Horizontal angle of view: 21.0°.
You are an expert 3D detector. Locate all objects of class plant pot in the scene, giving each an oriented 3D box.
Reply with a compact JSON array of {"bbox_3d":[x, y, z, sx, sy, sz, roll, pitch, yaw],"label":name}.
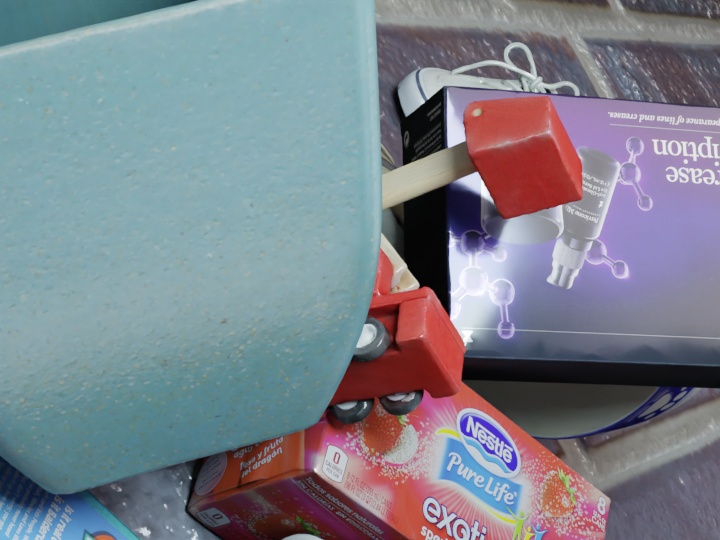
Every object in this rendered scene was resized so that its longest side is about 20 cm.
[{"bbox_3d":[-0.095,-0.031,0.772,0.196,0.196,0.200,-123,-159,-62],"label":"plant pot"}]

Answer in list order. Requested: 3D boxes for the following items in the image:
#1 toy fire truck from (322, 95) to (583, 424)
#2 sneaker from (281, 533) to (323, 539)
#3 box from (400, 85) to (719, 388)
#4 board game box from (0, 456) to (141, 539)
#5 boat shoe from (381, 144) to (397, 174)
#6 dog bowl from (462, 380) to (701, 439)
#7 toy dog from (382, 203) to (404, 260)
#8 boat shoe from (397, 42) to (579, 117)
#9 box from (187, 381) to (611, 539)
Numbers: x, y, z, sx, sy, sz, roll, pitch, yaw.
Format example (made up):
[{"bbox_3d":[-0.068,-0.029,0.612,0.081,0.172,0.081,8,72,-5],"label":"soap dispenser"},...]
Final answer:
[{"bbox_3d":[0.000,0.000,0.899,0.049,0.199,0.141,57,30,-42],"label":"toy fire truck"},{"bbox_3d":[-0.049,0.185,0.829,0.115,0.075,0.200,38,37,-36],"label":"sneaker"},{"bbox_3d":[0.126,-0.014,1.013,0.199,0.079,0.142,2,80,-17],"label":"box"},{"bbox_3d":[-0.170,0.111,0.750,0.200,0.045,0.152,47,30,-17],"label":"board game box"},{"bbox_3d":[-0.046,-0.076,1.118,0.200,0.074,0.073,41,16,-32],"label":"boat shoe"},{"bbox_3d":[0.125,-0.002,1.155,0.079,0.200,0.200,-8,68,-57],"label":"dog bowl"},{"bbox_3d":[-0.034,-0.032,1.051,0.132,0.096,0.200,-47,123,-30],"label":"toy dog"},{"bbox_3d":[0.112,-0.113,1.366,0.202,0.086,0.075,17,47,-50],"label":"boat shoe"},{"bbox_3d":[0.024,0.117,0.971,0.200,0.095,0.100,39,49,-29],"label":"box"}]
